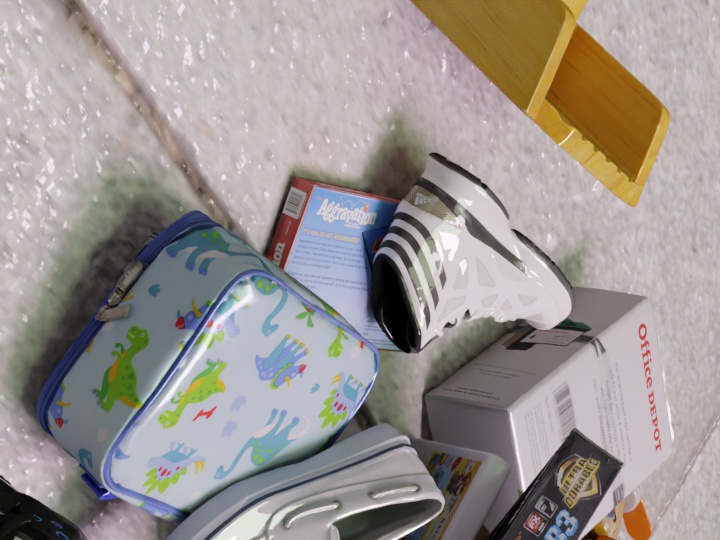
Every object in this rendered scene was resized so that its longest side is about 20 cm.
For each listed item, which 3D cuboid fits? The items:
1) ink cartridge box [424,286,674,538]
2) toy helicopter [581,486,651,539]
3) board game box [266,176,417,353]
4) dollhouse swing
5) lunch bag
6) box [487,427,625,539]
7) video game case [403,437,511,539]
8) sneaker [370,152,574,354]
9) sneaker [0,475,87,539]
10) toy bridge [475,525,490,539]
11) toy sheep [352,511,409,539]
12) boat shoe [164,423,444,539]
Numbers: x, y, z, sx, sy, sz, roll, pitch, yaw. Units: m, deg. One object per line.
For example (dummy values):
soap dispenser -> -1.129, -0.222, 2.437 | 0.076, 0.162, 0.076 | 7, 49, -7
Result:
ink cartridge box -> 0.150, 0.119, 1.508 | 0.200, 0.084, 0.147 | -33, 120, -43
toy helicopter -> 0.219, 0.175, 1.690 | 0.132, 0.078, 0.202 | 2, 105, -58
board game box -> 0.000, 0.000, 1.291 | 0.199, 0.019, 0.104 | 9, 104, -58
dollhouse swing -> 0.155, -0.181, 1.278 | 0.176, 0.182, 0.200 | -47, 149, 7
lunch bag -> -0.087, 0.068, 1.130 | 0.161, 0.082, 0.200 | -54, 149, 0
box -> 0.084, 0.228, 1.307 | 0.200, 0.049, 0.199 | -53, 172, -32
video game case -> 0.022, 0.212, 1.348 | 0.201, 0.023, 0.182 | -61, -167, -9
sneaker -> 0.065, 0.014, 1.330 | 0.116, 0.075, 0.200 | -52, 140, -5
sneaker -> -0.202, 0.121, 0.975 | 0.074, 0.111, 0.200 | -63, 149, -7
toy bridge -> 0.051, 0.221, 1.429 | 0.067, 0.027, 0.200 | -45, 171, -15
toy sheep -> -0.043, 0.203, 1.256 | 0.199, 0.138, 0.139 | -23, 131, -25
boat shoe -> -0.036, 0.156, 1.151 | 0.199, 0.067, 0.074 | -29, 146, -27
